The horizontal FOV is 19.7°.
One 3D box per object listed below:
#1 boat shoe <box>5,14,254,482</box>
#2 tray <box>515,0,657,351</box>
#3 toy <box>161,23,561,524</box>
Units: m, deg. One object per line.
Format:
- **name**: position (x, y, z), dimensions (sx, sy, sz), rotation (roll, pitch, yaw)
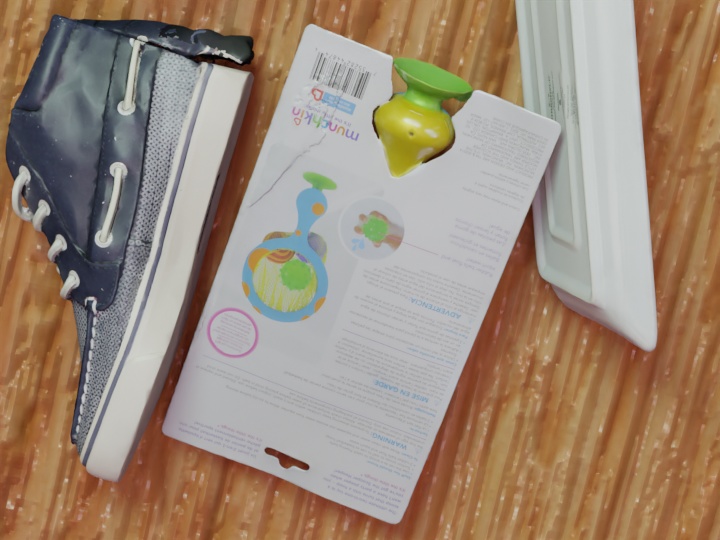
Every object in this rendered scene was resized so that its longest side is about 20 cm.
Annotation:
- **boat shoe**: position (-0.114, -0.016, 0.896), dimensions (0.093, 0.075, 0.201), rotation (17, 92, -1)
- **tray**: position (0.089, -0.071, 0.873), dimensions (0.022, 0.107, 0.201), rotation (-9, 102, -14)
- **toy**: position (0.000, 0.000, 0.908), dimensions (0.115, 0.047, 0.200), rotation (22, 114, 1)
